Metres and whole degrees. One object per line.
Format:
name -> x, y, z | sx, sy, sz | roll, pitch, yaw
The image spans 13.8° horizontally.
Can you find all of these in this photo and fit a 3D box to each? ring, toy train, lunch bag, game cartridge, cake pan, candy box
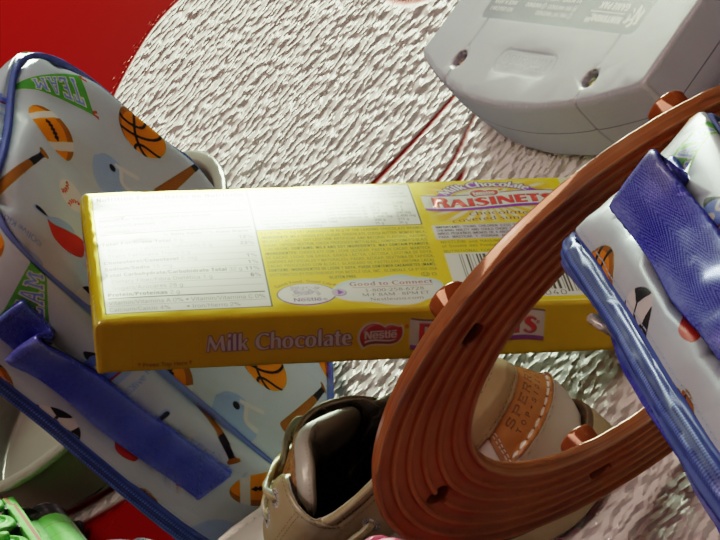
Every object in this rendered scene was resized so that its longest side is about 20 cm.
ring -> 0.082, 0.010, 0.907 | 0.200, 0.200, 0.019 | -45, 62, 11
toy train -> -0.128, 0.132, 1.240 | 0.056, 0.042, 0.200 | -8, 14, -15
lunch bag -> -0.097, 0.015, 1.175 | 0.075, 0.200, 0.161 | -39, 26, 25
lunch bag -> 0.128, 0.046, 0.763 | 0.076, 0.160, 0.200 | -45, 25, 9
game cartridge -> 0.103, -0.110, 1.213 | 0.133, 0.041, 0.200 | -50, 23, -9
cake pan -> -0.121, 0.033, 1.394 | 0.200, 0.037, 0.201 | -40, 26, 23
candy box -> 0.000, 0.000, 1.078 | 0.102, 0.199, 0.027 | -106, 16, -64

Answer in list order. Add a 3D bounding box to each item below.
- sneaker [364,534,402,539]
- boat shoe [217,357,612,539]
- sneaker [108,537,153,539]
sneaker -> 0.039, 0.142, 0.924 | 0.200, 0.079, 0.096 | 14, 86, 69
boat shoe -> 0.000, 0.079, 1.074 | 0.200, 0.068, 0.075 | -30, 30, 38
sneaker -> -0.067, 0.114, 0.984 | 0.079, 0.095, 0.200 | -53, 23, -11
